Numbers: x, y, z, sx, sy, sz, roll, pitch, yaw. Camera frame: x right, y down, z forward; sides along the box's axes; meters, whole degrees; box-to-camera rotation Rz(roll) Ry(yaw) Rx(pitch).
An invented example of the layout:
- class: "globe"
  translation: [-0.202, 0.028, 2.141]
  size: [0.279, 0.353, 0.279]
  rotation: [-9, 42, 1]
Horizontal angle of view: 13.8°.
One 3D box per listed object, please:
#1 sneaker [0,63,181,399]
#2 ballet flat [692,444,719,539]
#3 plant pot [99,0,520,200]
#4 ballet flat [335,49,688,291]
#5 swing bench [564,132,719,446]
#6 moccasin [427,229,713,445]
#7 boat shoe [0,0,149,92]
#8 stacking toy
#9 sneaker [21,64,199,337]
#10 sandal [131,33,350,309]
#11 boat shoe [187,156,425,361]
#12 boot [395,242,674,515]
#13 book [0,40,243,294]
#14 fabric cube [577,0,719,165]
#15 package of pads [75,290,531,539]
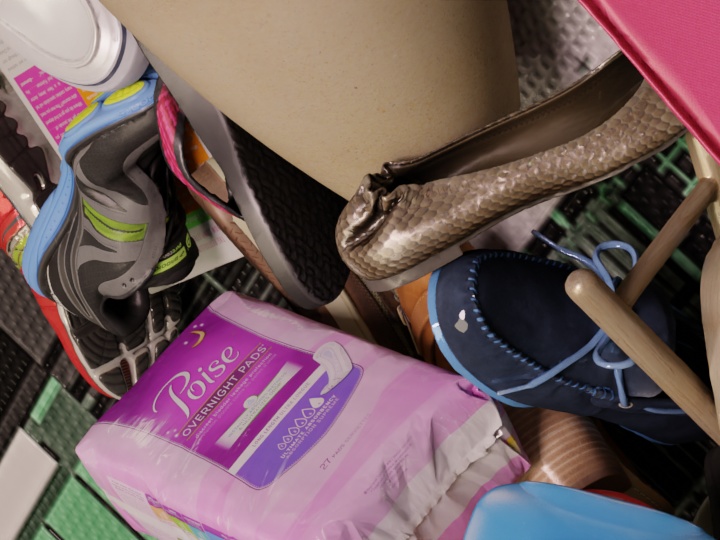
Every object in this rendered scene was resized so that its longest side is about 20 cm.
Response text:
- class: "sneaker"
  translation: [-0.165, -0.022, 1.601]
  size: [0.085, 0.077, 0.200]
  rotation: [-21, 96, 56]
- class: "ballet flat"
  translation: [0.179, 0.166, 1.356]
  size: [0.068, 0.200, 0.068]
  rotation: [-11, 155, 43]
- class: "plant pot"
  translation: [-0.016, -0.128, 1.295]
  size: [0.187, 0.187, 0.200]
  rotation: [3, 138, 42]
- class: "ballet flat"
  translation: [0.076, -0.057, 1.263]
  size: [0.200, 0.067, 0.046]
  rotation: [-29, 109, 9]
- class: "swing bench"
  translation: [0.227, 0.040, 1.230]
  size: [0.199, 0.130, 0.200]
  rotation: [-7, 122, 46]
- class: "moccasin"
  translation: [0.113, 0.025, 1.314]
  size: [0.068, 0.200, 0.081]
  rotation: [-16, 69, 40]
- class: "boat shoe"
  translation: [-0.181, -0.151, 1.393]
  size: [0.200, 0.067, 0.074]
  rotation: [43, 120, 26]
- class: "stacking toy"
  translation: [0.107, 0.152, 1.332]
  size: [0.116, 0.110, 0.200]
  rotation: [14, 179, 10]
- class: "sneaker"
  translation: [-0.109, -0.037, 1.462]
  size: [0.083, 0.071, 0.200]
  rotation: [37, 143, 8]
- class: "sandal"
  translation: [-0.066, -0.070, 1.360]
  size: [0.045, 0.075, 0.200]
  rotation: [-32, 88, 31]
- class: "boat shoe"
  translation: [0.003, 0.003, 1.451]
  size: [0.202, 0.075, 0.075]
  rotation: [50, 176, -38]
- class: "boot"
  translation: [0.079, 0.067, 1.437]
  size: [0.155, 0.074, 0.200]
  rotation: [57, 174, 23]
- class: "book"
  translation: [-0.121, -0.091, 1.515]
  size: [0.134, 0.048, 0.200]
  rotation: [-22, 103, 51]
- class: "fabric cube"
  translation: [0.196, -0.158, 1.029]
  size: [0.196, 0.199, 0.200]
  rotation: [49, 142, -3]
- class: "package of pads"
  translation: [-0.027, 0.086, 1.363]
  size: [0.200, 0.121, 0.076]
  rotation: [20, 150, 51]
